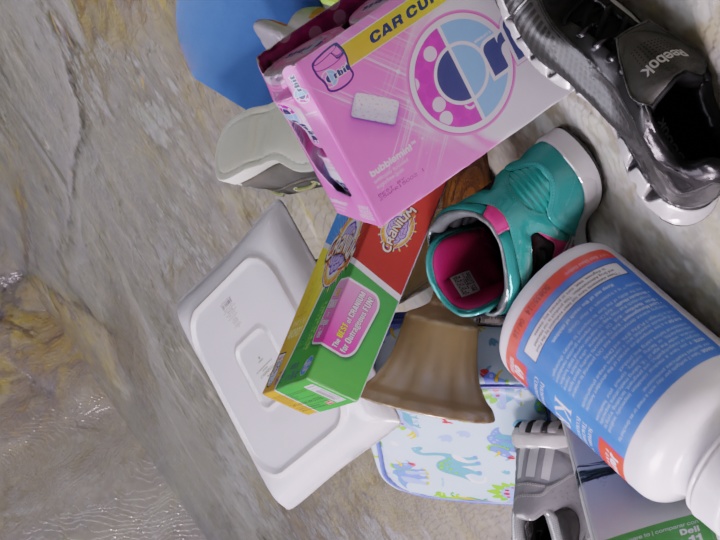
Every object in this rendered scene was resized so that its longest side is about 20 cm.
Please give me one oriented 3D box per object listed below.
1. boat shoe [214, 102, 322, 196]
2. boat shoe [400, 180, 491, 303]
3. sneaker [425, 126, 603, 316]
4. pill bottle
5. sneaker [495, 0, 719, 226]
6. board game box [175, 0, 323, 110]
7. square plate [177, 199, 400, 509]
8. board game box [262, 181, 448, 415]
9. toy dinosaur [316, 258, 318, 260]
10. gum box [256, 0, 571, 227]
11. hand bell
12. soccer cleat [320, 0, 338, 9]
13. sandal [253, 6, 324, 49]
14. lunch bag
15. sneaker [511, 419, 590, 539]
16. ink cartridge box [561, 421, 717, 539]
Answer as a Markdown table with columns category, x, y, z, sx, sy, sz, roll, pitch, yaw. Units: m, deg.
| category | x | y | z | sx | sy | sz | roll | pitch | yaw |
| --- | --- | --- | --- | --- | --- | --- | --- | --- | --- |
| boat shoe | -0.037 | -0.097 | 1.619 | 0.060 | 0.073 | 0.201 | 17 | 165 | -31 |
| boat shoe | 0.030 | -0.003 | 1.633 | 0.072 | 0.076 | 0.200 | 43 | 132 | -12 |
| sneaker | 0.103 | -0.006 | 1.488 | 0.084 | 0.120 | 0.200 | 48 | 162 | 24 |
| pill bottle | 0.193 | 0.081 | 1.411 | 0.200 | 0.112 | 0.113 | 43 | 159 | 34 |
| sneaker | 0.156 | -0.120 | 1.239 | 0.201 | 0.066 | 0.090 | 53 | 160 | 0 |
| board game box | -0.049 | -0.179 | 1.679 | 0.199 | 0.039 | 0.158 | 31 | 139 | 4 |
| square plate | -0.068 | 0.074 | 1.693 | 0.199 | 0.028 | 0.200 | 61 | 142 | 10 |
| board game box | 0.000 | 0.000 | 1.528 | 0.040 | 0.201 | 0.153 | 25 | 167 | -10 |
| toy dinosaur | -0.002 | 0.027 | 1.782 | 0.105 | 0.182 | 0.199 | 42 | 160 | -33 |
| gum box | 0.042 | -0.125 | 1.298 | 0.114 | 0.199 | 0.066 | 61 | 162 | -21 |
| hand bell | 0.065 | 0.002 | 1.559 | 0.104 | 0.103 | 0.202 | 15 | 96 | 65 |
| soccer cleat | 0.002 | -0.220 | 1.512 | 0.200 | 0.064 | 0.084 | 38 | 126 | 56 |
| sandal | 0.017 | -0.155 | 1.580 | 0.206 | 0.059 | 0.079 | 21 | 161 | 28 |
| lunch bag | 0.081 | 0.110 | 1.705 | 0.201 | 0.159 | 0.083 | 77 | -162 | -56 |
| sneaker | 0.159 | 0.205 | 1.649 | 0.075 | 0.116 | 0.200 | -4 | 149 | 31 |
| ink cartridge box | 0.206 | 0.190 | 1.495 | 0.201 | 0.082 | 0.147 | -100 | -10 | -52 |
